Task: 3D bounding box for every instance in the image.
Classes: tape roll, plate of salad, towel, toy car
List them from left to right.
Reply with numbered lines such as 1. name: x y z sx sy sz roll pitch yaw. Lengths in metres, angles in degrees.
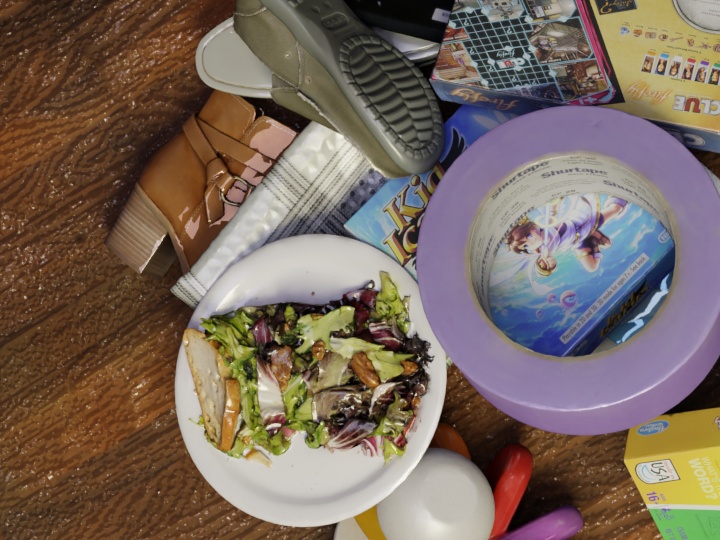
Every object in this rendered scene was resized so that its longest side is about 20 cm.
1. plate of salad: -0.039 0.072 1.456 0.199 0.048 0.201 -4 77 20
2. towel: 0.000 0.000 1.529 0.192 0.035 0.200 41 83 -4
3. toy car: 0.086 0.198 1.512 0.150 0.175 0.200 -33 83 -26
4. tape roll: 0.140 0.001 1.383 0.199 0.085 0.201 -3 75 11

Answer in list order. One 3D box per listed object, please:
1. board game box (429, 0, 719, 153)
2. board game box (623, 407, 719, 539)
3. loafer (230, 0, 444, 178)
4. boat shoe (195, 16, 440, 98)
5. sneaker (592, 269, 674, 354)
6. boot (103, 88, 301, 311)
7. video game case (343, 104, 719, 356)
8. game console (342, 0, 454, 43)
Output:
1. board game box: 0.160 -0.162 1.431 0.199 0.035 0.136 13 74 18
2. board game box: 0.297 0.151 1.443 0.199 0.040 0.153 -11 127 28
3. loafer: -0.018 -0.134 1.487 0.200 0.075 0.070 52 133 18
4. boat shoe: -0.018 -0.163 1.554 0.199 0.062 0.075 -15 80 8
5. sneaker: 0.180 0.015 1.512 0.200 0.080 0.131 -29 87 2
6. boot: -0.072 -0.029 1.574 0.200 0.077 0.155 38 95 16
7. video game case: 0.120 -0.038 1.468 0.200 0.045 0.181 -45 68 -2
8. game console: 0.103 -0.230 1.506 0.199 0.031 0.177 16 75 20
